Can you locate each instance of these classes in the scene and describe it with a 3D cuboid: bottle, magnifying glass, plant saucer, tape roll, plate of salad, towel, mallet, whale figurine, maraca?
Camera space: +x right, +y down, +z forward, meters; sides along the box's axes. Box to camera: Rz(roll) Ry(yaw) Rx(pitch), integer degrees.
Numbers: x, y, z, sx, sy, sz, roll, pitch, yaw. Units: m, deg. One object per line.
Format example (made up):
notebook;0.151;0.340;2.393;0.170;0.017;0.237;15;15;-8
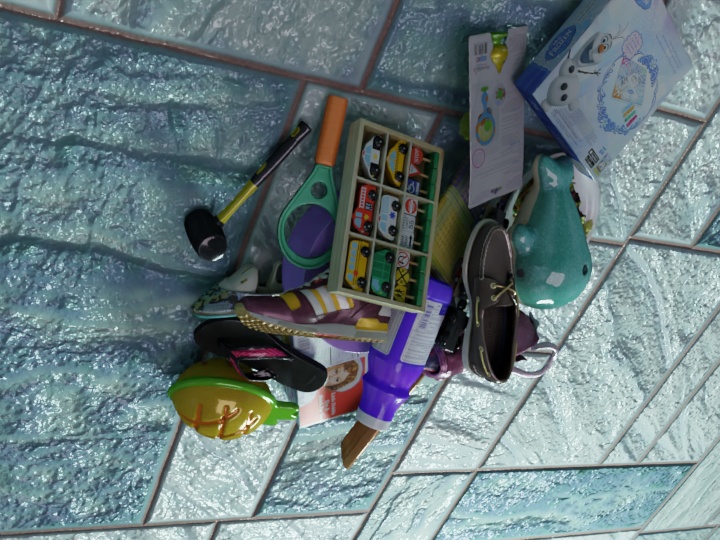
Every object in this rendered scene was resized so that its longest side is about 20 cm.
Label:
bottle;0.050;0.101;1.040;0.083;0.065;0.203;14;99;-57
magnifying glass;-0.047;-0.102;0.962;0.078;0.022;0.204;12;92;-9
plant saucer;0.032;0.218;1.272;0.201;0.037;0.200;-49;172;-10
tape roll;0.000;0.000;1.060;0.197;0.065;0.204;-10;110;-30
plate of salad;0.278;-0.067;1.172;0.197;0.048;0.203;-16;119;-30
towel;0.142;-0.076;1.083;0.202;0.023;0.144;-58;139;-15
mallet;-0.136;-0.103;0.982;0.201;0.066;0.041;-51;134;1
whale figurine;0.256;-0.048;1.075;0.158;0.103;0.204;-3;105;-46
maraca;-0.176;0.186;1.153;0.136;0.109;0.199;-19;147;39

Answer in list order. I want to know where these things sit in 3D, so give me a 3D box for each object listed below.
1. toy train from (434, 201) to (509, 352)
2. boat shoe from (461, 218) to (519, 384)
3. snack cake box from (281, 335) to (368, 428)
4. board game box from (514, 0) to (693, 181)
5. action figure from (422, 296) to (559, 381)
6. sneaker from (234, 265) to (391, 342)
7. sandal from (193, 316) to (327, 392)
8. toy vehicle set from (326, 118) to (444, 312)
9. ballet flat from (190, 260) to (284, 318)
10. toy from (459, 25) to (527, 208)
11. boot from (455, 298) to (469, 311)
toy train;0.141;0.006;1.063;0.034;0.046;0.203;22;90;-30
boat shoe;0.167;0.039;1.022;0.071;0.059;0.204;-3;102;-27
snack cake box;-0.050;0.129;1.197;0.113;0.068;0.202;-14;133;-17
board game box;0.312;-0.247;1.038;0.200;0.043;0.199;-49;133;4
action figure;0.145;0.119;1.128;0.197;0.149;0.135;-14;137;-28
sneaker;-0.053;0.032;0.963;0.197;0.075;0.092;10;81;-31
sandal;-0.129;0.120;1.092;0.198;0.046;0.075;29;127;-23
toy vehicle set;0.032;-0.061;0.964;0.123;0.026;0.204;13;79;-30
ballet flat;-0.125;0.021;1.079;0.197;0.075;0.075;-3;130;-26
toy;0.155;-0.191;1.009;0.114;0.047;0.204;-22;122;-40
boot;0.137;0.054;1.215;0.208;0.080;0.159;12;121;-28
